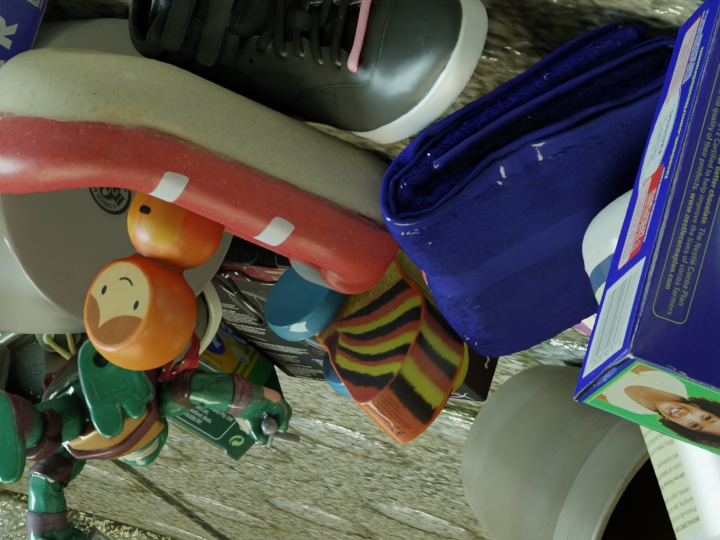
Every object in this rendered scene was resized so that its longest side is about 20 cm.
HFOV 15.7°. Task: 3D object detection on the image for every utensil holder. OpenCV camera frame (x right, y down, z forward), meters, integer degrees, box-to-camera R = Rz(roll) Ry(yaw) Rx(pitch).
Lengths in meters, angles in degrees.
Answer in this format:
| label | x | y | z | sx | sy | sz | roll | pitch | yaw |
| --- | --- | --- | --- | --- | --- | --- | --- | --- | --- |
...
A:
| label | x | y | z | sx | sy | sz | roll | pitch | yaw |
| --- | --- | --- | --- | --- | --- | --- | --- | --- | --- |
| utensil holder | -0.184 | -0.047 | 1.370 | 0.169 | 0.171 | 0.199 | 29 | 162 | -38 |

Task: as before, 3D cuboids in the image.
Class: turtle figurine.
| label | x | y | z | sx | sy | sz | roll | pitch | yaw |
| --- | --- | --- | --- | --- | --- | --- | --- | --- | --- |
| turtle figurine | -0.122 | 0.084 | 1.303 | 0.101 | 0.150 | 0.200 | 49 | -177 | 19 |

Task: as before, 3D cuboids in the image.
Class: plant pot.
| label | x | y | z | sx | sy | sz | roll | pitch | yaw |
| --- | --- | --- | --- | --- | --- | --- | --- | --- | --- |
| plant pot | 0.161 | 0.146 | 1.688 | 0.173 | 0.201 | 0.200 | 27 | 177 | 46 |

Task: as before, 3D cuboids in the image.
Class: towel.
| label | x | y | z | sx | sy | sz | roll | pitch | yaw |
| --- | --- | --- | --- | --- | --- | --- | --- | --- | --- |
| towel | 0.090 | -0.035 | 1.174 | 0.147 | 0.050 | 0.200 | -28 | 156 | 3 |

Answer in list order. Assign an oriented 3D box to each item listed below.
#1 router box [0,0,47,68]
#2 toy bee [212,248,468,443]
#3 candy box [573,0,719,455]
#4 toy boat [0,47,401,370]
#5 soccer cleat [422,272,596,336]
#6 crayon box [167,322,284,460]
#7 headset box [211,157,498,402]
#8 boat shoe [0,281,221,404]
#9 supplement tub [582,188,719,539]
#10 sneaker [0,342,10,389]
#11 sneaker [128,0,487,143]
| label | x | y | z | sx | sy | sz | roll | pitch | yaw |
| --- | --- | --- | --- | --- | --- | --- | --- | --- | --- |
| router box | -0.254 | -0.073 | 1.280 | 0.179 | 0.201 | 0.049 | 7 | 164 | 40 |
| toy bee | 0.000 | 0.000 | 1.306 | 0.200 | 0.109 | 0.131 | 40 | 177 | 36 |
| candy box | 0.204 | 0.000 | 1.014 | 0.199 | 0.170 | 0.077 | 20 | 162 | -6 |
| toy boat | -0.086 | -0.019 | 1.170 | 0.199 | 0.132 | 0.130 | 22 | 178 | -21 |
| soccer cleat | 0.112 | -0.009 | 1.359 | 0.199 | 0.067 | 0.077 | 14 | 151 | 15 |
| crayon box | -0.123 | 0.014 | 1.609 | 0.125 | 0.052 | 0.200 | 33 | -160 | -31 |
| headset box | -0.022 | -0.003 | 1.491 | 0.148 | 0.075 | 0.200 | 6 | 158 | 35 |
| boat shoe | -0.155 | 0.047 | 1.451 | 0.201 | 0.060 | 0.072 | -24 | 101 | 44 |
| supplement tub | 0.189 | 0.053 | 1.114 | 0.144 | 0.201 | 0.145 | -17 | 169 | -4 |
| sneaker | -0.231 | 0.058 | 1.348 | 0.080 | 0.071 | 0.200 | 10 | 166 | 6 |
| sneaker | -0.033 | -0.105 | 1.134 | 0.099 | 0.071 | 0.199 | 21 | 172 | -33 |
